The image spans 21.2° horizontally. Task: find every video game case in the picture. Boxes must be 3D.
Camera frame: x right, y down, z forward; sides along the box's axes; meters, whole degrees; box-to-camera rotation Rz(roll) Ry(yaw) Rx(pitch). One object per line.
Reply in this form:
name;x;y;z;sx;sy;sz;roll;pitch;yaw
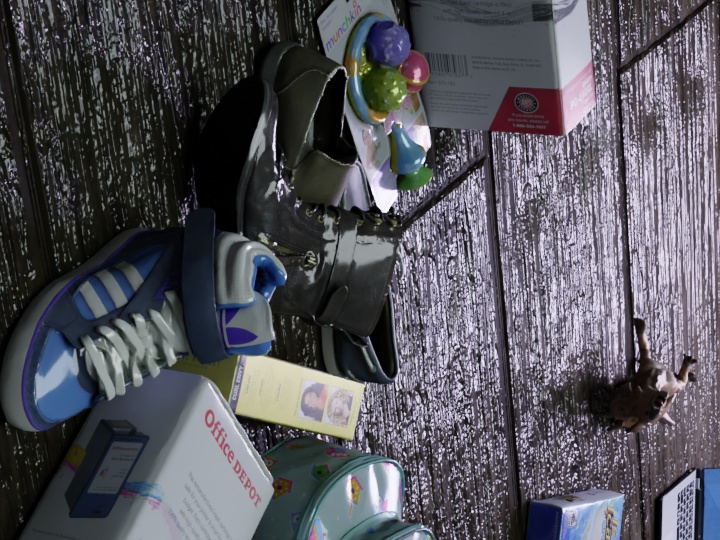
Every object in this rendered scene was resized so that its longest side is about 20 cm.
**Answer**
video game case;0.231;0.349;2.119;0.181;0.045;0.202;2;94;-62

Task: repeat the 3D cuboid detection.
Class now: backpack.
backpack;-0.028;0.238;1.519;0.175;0.152;0.202;-18;110;-54

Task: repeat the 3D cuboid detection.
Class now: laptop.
laptop;0.468;0.360;2.478;0.199;0.115;0.190;-22;115;-58

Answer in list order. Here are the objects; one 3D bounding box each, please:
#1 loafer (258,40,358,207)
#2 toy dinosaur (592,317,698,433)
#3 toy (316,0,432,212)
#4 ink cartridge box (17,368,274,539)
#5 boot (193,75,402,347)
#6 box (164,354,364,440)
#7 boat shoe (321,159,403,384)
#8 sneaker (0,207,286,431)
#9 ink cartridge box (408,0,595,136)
loafer;-0.043;-0.077;1.505;0.075;0.069;0.202;-21;114;-58
toy dinosaur;0.323;0.151;2.213;0.136;0.085;0.201;-58;160;-21
toy;0.029;-0.157;1.641;0.115;0.047;0.201;-56;142;-42
ink cartridge box;-0.153;0.188;1.345;0.201;0.087;0.146;-62;146;-30
boot;-0.041;-0.042;1.459;0.173;0.069;0.202;2;105;-36
box;-0.076;0.091;1.480;0.200;0.075;0.051;21;80;-62
boat shoe;0.000;0.000;1.607;0.075;0.061;0.202;-22;115;-56
sneaker;-0.134;0.039;1.286;0.200;0.145;0.081;-51;138;-44
ink cartridge box;0.122;-0.230;1.692;0.083;0.144;0.202;-40;130;-49
